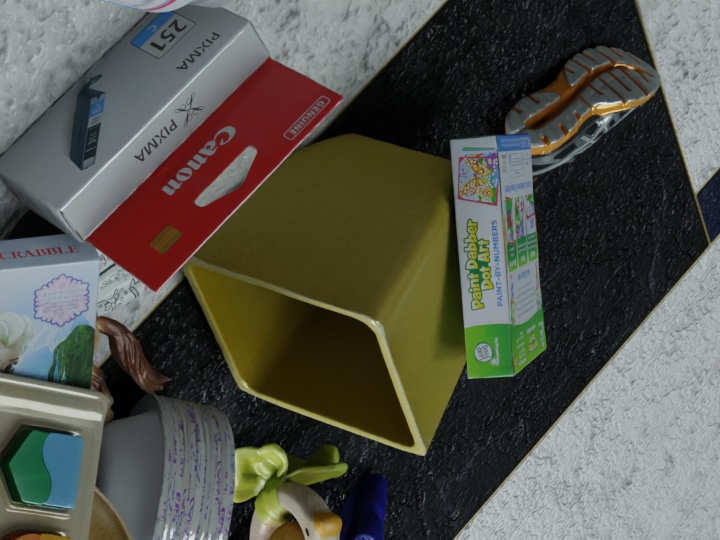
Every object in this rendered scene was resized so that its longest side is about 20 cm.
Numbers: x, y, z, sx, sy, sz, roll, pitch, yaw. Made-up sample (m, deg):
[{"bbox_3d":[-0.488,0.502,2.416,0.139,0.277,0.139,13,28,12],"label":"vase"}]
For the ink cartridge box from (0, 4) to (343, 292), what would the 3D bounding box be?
[{"bbox_3d":[-0.139,-0.100,1.387,0.200,0.176,0.045,-47,138,-14],"label":"ink cartridge box"}]

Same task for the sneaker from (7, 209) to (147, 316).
[{"bbox_3d":[-0.173,-0.051,1.485,0.201,0.067,0.108,-46,145,-9],"label":"sneaker"}]

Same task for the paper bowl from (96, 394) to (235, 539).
[{"bbox_3d":[-0.181,0.200,1.578,0.104,0.201,0.201,12,111,-18],"label":"paper bowl"}]

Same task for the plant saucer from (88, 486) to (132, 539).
[{"bbox_3d":[-0.257,0.240,1.431,0.200,0.035,0.200,8,76,-35],"label":"plant saucer"}]

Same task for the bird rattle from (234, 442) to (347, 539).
[{"bbox_3d":[-0.076,0.259,1.782,0.113,0.163,0.200,8,102,-33],"label":"bird rattle"}]

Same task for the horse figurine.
[{"bbox_3d":[-0.250,0.083,1.503,0.200,0.050,0.133,-20,117,-28],"label":"horse figurine"}]

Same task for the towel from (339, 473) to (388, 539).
[{"bbox_3d":[-0.009,0.289,1.874,0.148,0.050,0.200,-64,-177,12],"label":"towel"}]

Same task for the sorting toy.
[{"bbox_3d":[-0.271,0.171,1.371,0.185,0.036,0.200,14,82,-34],"label":"sorting toy"}]

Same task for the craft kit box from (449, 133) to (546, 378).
[{"bbox_3d":[0.120,-0.017,1.651,0.200,0.048,0.198,-15,98,-77],"label":"craft kit box"}]

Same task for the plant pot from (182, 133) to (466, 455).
[{"bbox_3d":[0.000,0.000,1.638,0.200,0.195,0.194,-57,149,-28],"label":"plant pot"}]

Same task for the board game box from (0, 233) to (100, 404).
[{"bbox_3d":[-0.294,0.074,1.400,0.200,0.041,0.200,-7,125,-23],"label":"board game box"}]

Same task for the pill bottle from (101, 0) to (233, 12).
[{"bbox_3d":[-0.163,-0.236,1.312,0.200,0.109,0.109,6,113,-52],"label":"pill bottle"}]

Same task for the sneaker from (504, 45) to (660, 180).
[{"bbox_3d":[0.208,-0.151,1.866,0.200,0.078,0.077,-29,150,-29],"label":"sneaker"}]
